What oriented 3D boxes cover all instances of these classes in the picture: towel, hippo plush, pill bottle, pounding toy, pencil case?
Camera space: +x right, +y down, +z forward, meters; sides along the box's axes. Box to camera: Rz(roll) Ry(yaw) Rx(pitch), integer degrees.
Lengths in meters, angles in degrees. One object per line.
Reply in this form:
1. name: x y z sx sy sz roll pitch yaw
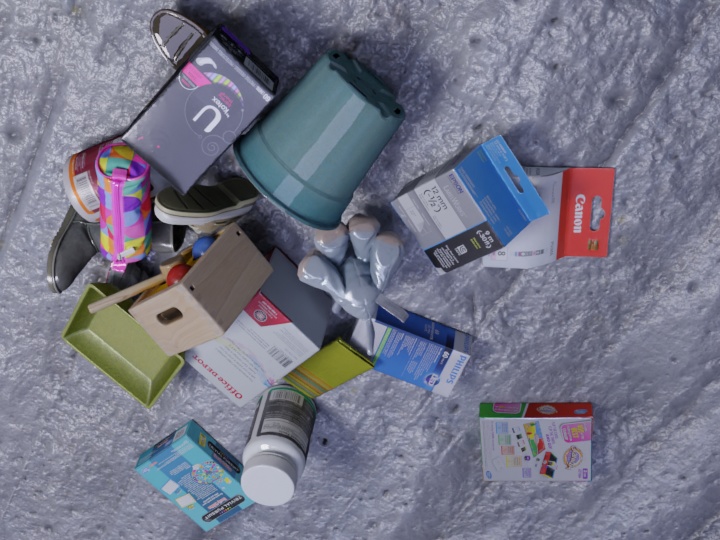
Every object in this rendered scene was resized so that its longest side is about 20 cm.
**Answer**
1. towel: -0.061 0.170 1.821 0.086 0.018 0.199 35 143 -18
2. hippo plush: 0.000 0.000 1.672 0.159 0.161 0.200 -44 93 0
3. pill bottle: -0.145 0.306 1.852 0.111 0.201 0.114 4 125 6
4. pill bottle: -0.350 -0.158 1.636 0.198 0.115 0.115 -18 119 18
5. pounding toy: -0.279 0.029 1.636 0.199 0.185 0.143 -22 114 44
6. pencil case: -0.347 -0.093 1.555 0.087 0.089 0.201 11 138 1

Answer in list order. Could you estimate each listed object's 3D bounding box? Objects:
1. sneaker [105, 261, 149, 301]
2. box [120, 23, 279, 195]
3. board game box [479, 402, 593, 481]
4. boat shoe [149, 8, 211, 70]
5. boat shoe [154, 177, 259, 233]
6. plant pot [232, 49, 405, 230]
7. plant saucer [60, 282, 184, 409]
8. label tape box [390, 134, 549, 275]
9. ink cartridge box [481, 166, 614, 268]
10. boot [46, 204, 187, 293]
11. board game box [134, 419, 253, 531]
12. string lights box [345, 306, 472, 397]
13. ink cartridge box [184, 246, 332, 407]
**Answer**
1. sneaker: -0.377 0.039 1.794 0.087 0.082 0.202 3 131 5
2. box: -0.223 -0.227 1.483 0.122 0.106 0.200 41 107 -16
3. board game box: 0.314 0.308 1.881 0.197 0.041 0.155 -1 122 9
4. boat shoe: -0.222 -0.310 1.543 0.199 0.068 0.072 39 109 -18
5. boat shoe: -0.240 -0.091 1.624 0.075 0.199 0.069 47 124 23
6. plant pot: -0.049 -0.198 1.532 0.199 0.201 0.196 37 112 -15
7. plant saucer: -0.387 0.116 1.753 0.199 0.048 0.200 39 139 -4
8. label tape box: 0.163 -0.095 1.586 0.199 0.066 0.144 -25 105 43
9. ink cartridge box: 0.287 -0.081 1.632 0.197 0.057 0.164 4 123 11
10. boot: -0.388 -0.038 1.693 0.197 0.184 0.073 7 150 7
11. board game box: -0.310 0.397 2.028 0.150 0.047 0.200 -33 113 25
12. string lights box: 0.080 0.131 1.791 0.198 0.059 0.104 21 124 -5
13. ink cartridge box: -0.172 0.096 1.754 0.199 0.145 0.145 -36 111 25
